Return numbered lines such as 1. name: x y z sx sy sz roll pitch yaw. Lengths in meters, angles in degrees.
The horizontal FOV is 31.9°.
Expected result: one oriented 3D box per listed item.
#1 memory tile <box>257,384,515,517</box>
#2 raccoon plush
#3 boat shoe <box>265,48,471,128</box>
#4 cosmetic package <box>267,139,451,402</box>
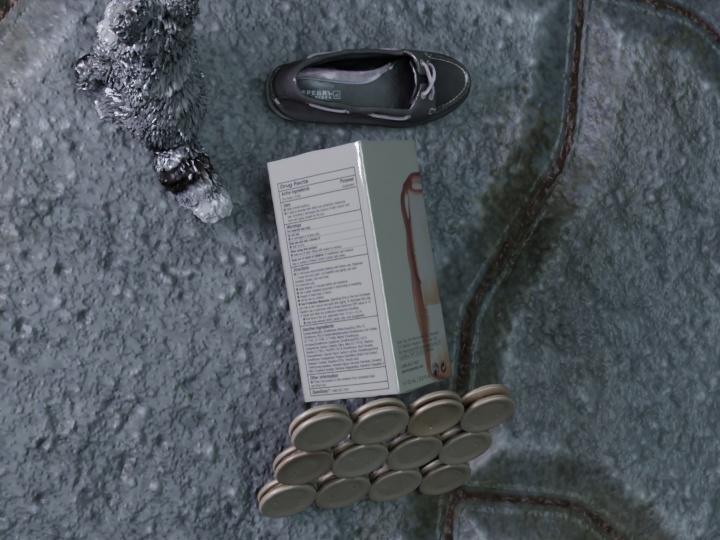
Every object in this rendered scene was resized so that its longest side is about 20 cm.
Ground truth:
1. memory tile: 0.021 0.148 1.037 0.198 0.154 0.017 -3 51 -24
2. raccoon plush: -0.135 -0.141 0.981 0.200 0.134 0.097 48 69 -13
3. boat shoe: 0.017 -0.159 1.093 0.198 0.057 0.068 -6 89 -24
4. cosmetic package: 0.000 0.000 1.040 0.087 0.102 0.203 -10 92 -54
